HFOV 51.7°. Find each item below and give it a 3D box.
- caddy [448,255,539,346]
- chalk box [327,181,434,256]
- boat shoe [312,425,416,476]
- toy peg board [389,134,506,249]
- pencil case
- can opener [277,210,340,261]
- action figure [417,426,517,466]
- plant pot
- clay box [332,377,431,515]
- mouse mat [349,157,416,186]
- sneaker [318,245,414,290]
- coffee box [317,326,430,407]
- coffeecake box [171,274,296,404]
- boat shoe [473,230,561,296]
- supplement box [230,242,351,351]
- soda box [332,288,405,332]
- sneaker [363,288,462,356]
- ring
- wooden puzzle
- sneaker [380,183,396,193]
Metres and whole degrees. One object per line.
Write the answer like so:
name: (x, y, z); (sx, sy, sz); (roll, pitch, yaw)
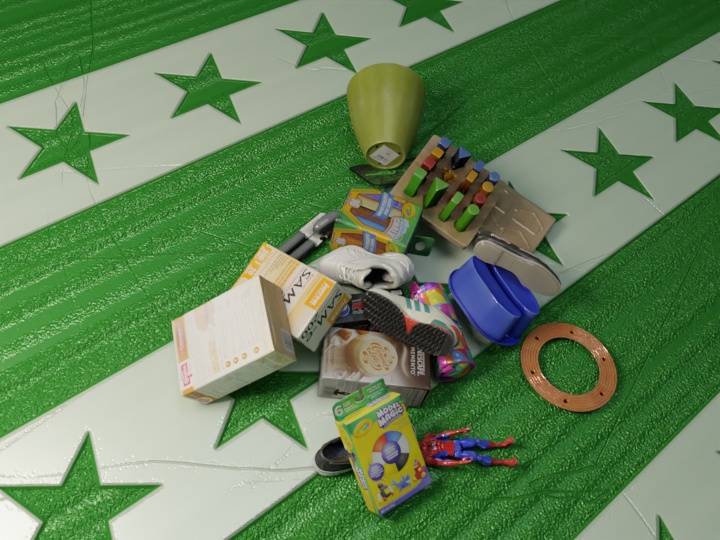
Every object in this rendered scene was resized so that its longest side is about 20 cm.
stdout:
caddy: (0.265, 0.061, 1.512); (0.141, 0.105, 0.200); (-3, 52, -43)
chalk box: (0.051, -0.073, 1.547); (0.200, 0.125, 0.124); (22, 53, 6)
boat shoe: (0.013, 0.309, 1.306); (0.200, 0.057, 0.069); (-16, 60, -22)
toy peg board: (0.201, -0.188, 1.579); (0.200, 0.098, 0.199); (35, 64, 2)
pencil case: (0.154, 0.118, 1.458); (0.088, 0.088, 0.200); (-10, 57, -19)
can opener: (-0.121, -0.062, 1.544); (0.053, 0.066, 0.200); (38, 61, 16)
action figure: (0.181, 0.321, 1.337); (0.200, 0.052, 0.065); (4, 59, -10)
plant pot: (0.059, -0.335, 1.701); (0.187, 0.187, 0.200); (6, 57, -8)
clay box: (0.036, 0.296, 1.260); (0.115, 0.048, 0.200); (-25, 102, -26)
mouse mat: (0.090, -0.227, 1.686); (0.200, 0.008, 0.161); (-10, 25, -19)
sneaker: (0.000, 0.000, 1.470); (0.200, 0.078, 0.099); (1, 19, 21)
coffee box: (0.025, 0.180, 1.387); (0.200, 0.080, 0.114); (7, 53, -7)
coffeecake box: (-0.227, 0.124, 1.311); (0.200, 0.073, 0.154); (-27, 58, 18)
boat shoe: (0.321, -0.020, 1.499); (0.200, 0.067, 0.057); (29, 41, -5)
supplement box: (-0.134, 0.046, 1.387); (0.200, 0.074, 0.126); (27, 78, 34)
soda box: (-0.009, 0.088, 1.450); (0.200, 0.071, 0.063); (-6, 57, -15)
sneaker: (0.100, 0.090, 1.396); (0.200, 0.070, 0.093); (27, 25, 24)
ring: (0.418, 0.195, 1.498); (0.200, 0.019, 0.201); (5, 55, -8)
wooden puzzle: (0.323, -0.110, 1.676); (0.185, 0.046, 0.200); (37, 51, 8)
sneaker: (0.139, -0.155, 1.656); (0.200, 0.071, 0.080); (-5, 52, -16)
